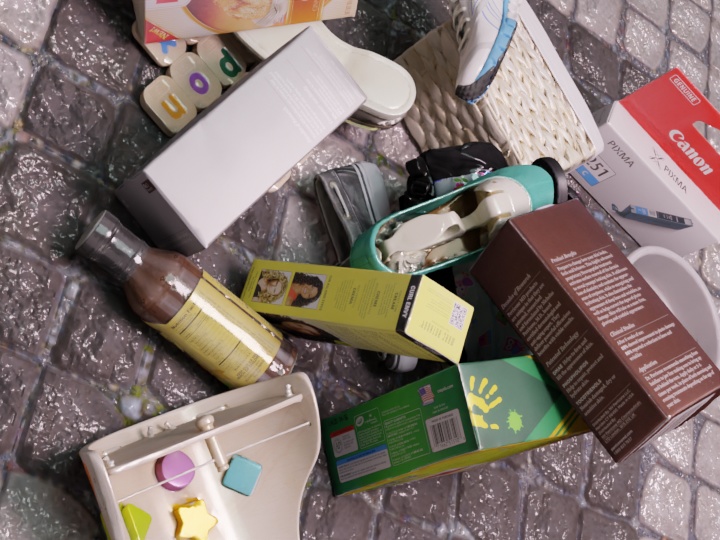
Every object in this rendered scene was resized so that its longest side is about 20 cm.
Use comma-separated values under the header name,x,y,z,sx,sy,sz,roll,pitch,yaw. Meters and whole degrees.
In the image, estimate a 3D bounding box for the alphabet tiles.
name,x,y,z,sx,sy,sz,roll,pitch,yaw
alphabet tiles,-0.116,-0.176,1.108,0.196,0.015,0.200,48,51,-12

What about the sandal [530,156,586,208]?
name,x,y,z,sx,sy,sz,roll,pitch,yaw
sandal,0.186,-0.037,1.141,0.047,0.202,0.076,-13,52,-7

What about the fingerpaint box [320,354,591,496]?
name,x,y,z,sx,sy,sz,roll,pitch,yaw
fingerpaint box,0.089,0.129,1.025,0.165,0.199,0.074,-3,73,-37

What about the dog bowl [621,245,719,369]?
name,x,y,z,sx,sy,sz,roll,pitch,yaw
dog bowl,0.326,0.065,1.326,0.198,0.058,0.203,15,64,-33

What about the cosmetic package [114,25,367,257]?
name,x,y,z,sx,sy,sz,roll,pitch,yaw
cosmetic package,-0.101,-0.104,1.001,0.090,0.107,0.200,48,70,-12

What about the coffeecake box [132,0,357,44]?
name,x,y,z,sx,sy,sz,roll,pitch,yaw
coffeecake box,-0.096,-0.284,1.021,0.197,0.154,0.074,-11,61,-16

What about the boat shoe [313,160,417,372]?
name,x,y,z,sx,sy,sz,roll,pitch,yaw
boat shoe,0.000,0.000,1.103,0.070,0.072,0.203,-10,76,-20

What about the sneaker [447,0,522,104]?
name,x,y,z,sx,sy,sz,roll,pitch,yaw
sneaker,0.106,-0.244,1.119,0.086,0.075,0.202,22,59,-5

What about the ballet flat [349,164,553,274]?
name,x,y,z,sx,sy,sz,roll,pitch,yaw
ballet flat,0.086,-0.037,0.999,0.198,0.070,0.068,-23,88,-13

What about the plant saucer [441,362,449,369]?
name,x,y,z,sx,sy,sz,roll,pitch,yaw
plant saucer,0.162,0.072,1.214,0.198,0.031,0.203,14,65,-33

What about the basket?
name,x,y,z,sx,sy,sz,roll,pitch,yaw
basket,0.129,-0.166,1.218,0.123,0.135,0.202,-30,91,-37

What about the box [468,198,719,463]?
name,x,y,z,sx,sy,sz,roll,pitch,yaw
box,0.189,0.044,0.962,0.099,0.075,0.201,-16,64,-43

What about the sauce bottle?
name,x,y,z,sx,sy,sz,roll,pitch,yaw
sauce bottle,-0.142,0.028,0.976,0.200,0.064,0.065,41,53,-17

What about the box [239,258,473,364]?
name,x,y,z,sx,sy,sz,roll,pitch,yaw
box,-0.008,0.031,0.979,0.075,0.198,0.051,30,72,-42

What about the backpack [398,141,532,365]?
name,x,y,z,sx,sy,sz,roll,pitch,yaw
backpack,0.109,-0.008,1.103,0.125,0.167,0.203,-14,83,3

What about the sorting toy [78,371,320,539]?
name,x,y,z,sx,sy,sz,roll,pitch,yaw
sorting toy,-0.117,0.197,0.913,0.198,0.106,0.183,-17,90,-41

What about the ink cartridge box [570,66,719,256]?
name,x,y,z,sx,sy,sz,roll,pitch,yaw
ink cartridge box,0.341,-0.110,1.329,0.200,0.176,0.045,42,53,-16

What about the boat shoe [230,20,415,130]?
name,x,y,z,sx,sy,sz,roll,pitch,yaw
boat shoe,-0.045,-0.194,1.117,0.200,0.060,0.073,30,70,-3
